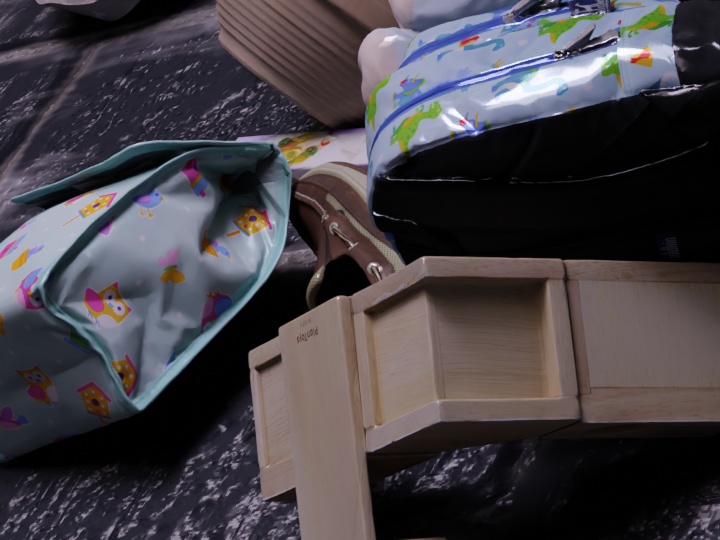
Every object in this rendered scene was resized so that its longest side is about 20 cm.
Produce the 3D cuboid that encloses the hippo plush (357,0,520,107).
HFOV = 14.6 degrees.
[{"bbox_3d":[0.095,-0.111,1.564,0.159,0.161,0.200,32,88,15],"label":"hippo plush"}]

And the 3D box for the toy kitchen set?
[{"bbox_3d":[0.066,0.097,1.387,0.180,0.163,0.200,1,-14,-27],"label":"toy kitchen set"}]

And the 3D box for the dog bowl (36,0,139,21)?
[{"bbox_3d":[-0.175,-0.278,2.123,0.200,0.059,0.200,-51,24,34],"label":"dog bowl"}]

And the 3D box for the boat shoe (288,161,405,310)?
[{"bbox_3d":[-0.002,-0.005,1.591,0.075,0.075,0.202,-31,28,-17],"label":"boat shoe"}]

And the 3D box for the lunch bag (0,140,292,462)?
[{"bbox_3d":[-0.146,0.000,1.650,0.170,0.122,0.200,-19,25,51],"label":"lunch bag"}]

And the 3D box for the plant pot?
[{"bbox_3d":[-0.022,-0.151,1.755,0.093,0.201,0.201,-54,29,6],"label":"plant pot"}]

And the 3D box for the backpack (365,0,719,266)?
[{"bbox_3d":[0.100,-0.059,1.380,0.200,0.163,0.154,-22,50,9],"label":"backpack"}]

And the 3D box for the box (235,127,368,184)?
[{"bbox_3d":[-0.005,-0.061,1.725,0.200,0.041,0.039,-1,40,40],"label":"box"}]
